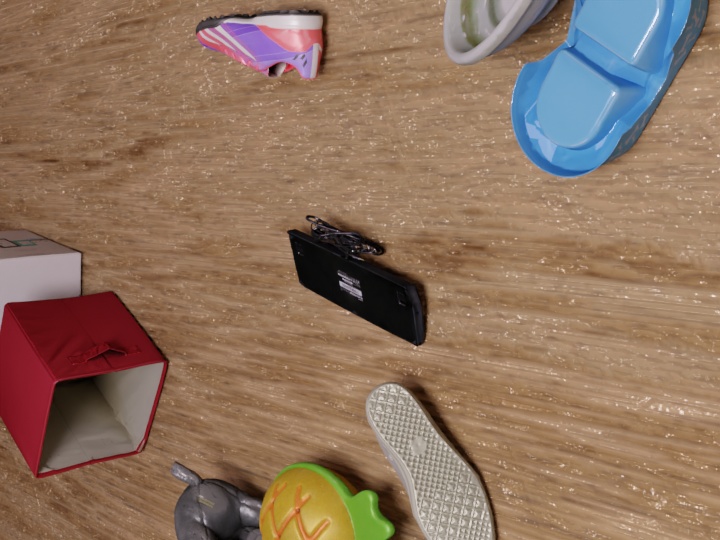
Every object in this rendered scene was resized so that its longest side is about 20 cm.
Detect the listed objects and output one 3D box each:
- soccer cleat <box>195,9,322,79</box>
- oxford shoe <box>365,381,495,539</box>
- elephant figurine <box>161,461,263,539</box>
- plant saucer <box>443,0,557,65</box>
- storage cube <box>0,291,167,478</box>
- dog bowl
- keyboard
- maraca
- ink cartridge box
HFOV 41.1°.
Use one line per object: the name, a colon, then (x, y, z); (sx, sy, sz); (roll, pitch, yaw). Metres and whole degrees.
soccer cleat: (-0.118, -0.251, 1.080); (0.199, 0.068, 0.074); (10, 107, 43)
oxford shoe: (0.070, 0.201, 0.953); (0.201, 0.075, 0.058); (58, 174, 13)
elephant figurine: (-0.185, 0.357, 1.204); (0.200, 0.141, 0.156); (116, 159, -50)
plant saucer: (0.134, -0.257, 0.782); (0.200, 0.050, 0.201); (-161, 90, -72)
storage cube: (-0.405, 0.154, 1.367); (0.180, 0.170, 0.201); (42, 125, 36)
dog bowl: (0.198, -0.169, 0.762); (0.112, 0.049, 0.201); (46, 127, 33)
keyboard: (0.000, 0.000, 1.021); (0.199, 0.040, 0.105); (25, 137, 41)
maraca: (-0.035, 0.280, 1.034); (0.199, 0.107, 0.138); (3, 100, 46)
ink cartridge box: (-0.556, 0.028, 1.527); (0.199, 0.145, 0.148); (17, 107, 45)
